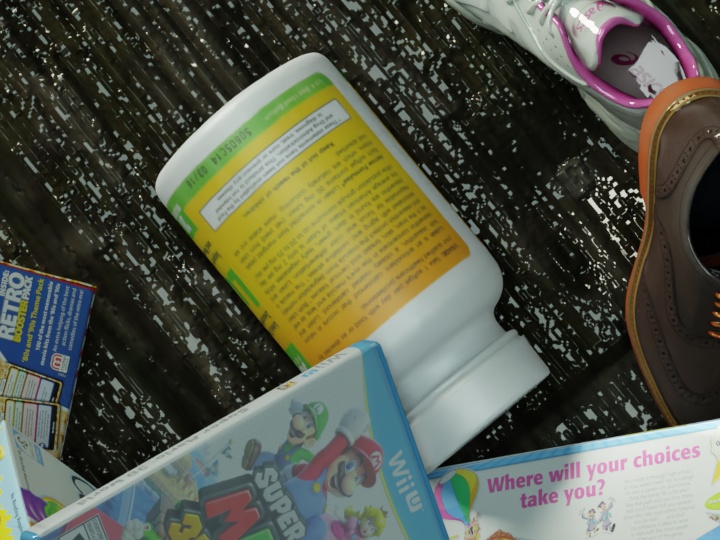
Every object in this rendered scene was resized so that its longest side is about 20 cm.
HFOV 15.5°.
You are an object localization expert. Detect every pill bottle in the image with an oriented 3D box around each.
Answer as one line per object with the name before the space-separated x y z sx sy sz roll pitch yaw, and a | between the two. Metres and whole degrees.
pill bottle | 0.000 0.000 1.320 0.111 0.111 0.200 -39 85 -1

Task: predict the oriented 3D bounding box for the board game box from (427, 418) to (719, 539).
board game box | 0.118 0.150 1.277 0.200 0.034 0.135 -12 65 31

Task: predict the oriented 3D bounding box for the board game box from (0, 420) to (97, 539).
board game box | -0.197 0.189 1.257 0.200 0.105 0.103 -43 122 10

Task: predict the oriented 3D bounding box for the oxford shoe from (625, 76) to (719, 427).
oxford shoe | 0.172 0.010 1.297 0.071 0.073 0.200 -13 117 -7

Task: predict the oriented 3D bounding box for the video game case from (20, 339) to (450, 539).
video game case | -0.048 0.139 1.228 0.200 0.018 0.143 -29 108 -30

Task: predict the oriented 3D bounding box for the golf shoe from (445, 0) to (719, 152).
golf shoe | 0.104 -0.138 1.338 0.200 0.092 0.075 38 89 6

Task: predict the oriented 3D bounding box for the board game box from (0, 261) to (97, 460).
board game box | -0.242 0.056 1.304 0.200 0.046 0.152 18 74 -24
